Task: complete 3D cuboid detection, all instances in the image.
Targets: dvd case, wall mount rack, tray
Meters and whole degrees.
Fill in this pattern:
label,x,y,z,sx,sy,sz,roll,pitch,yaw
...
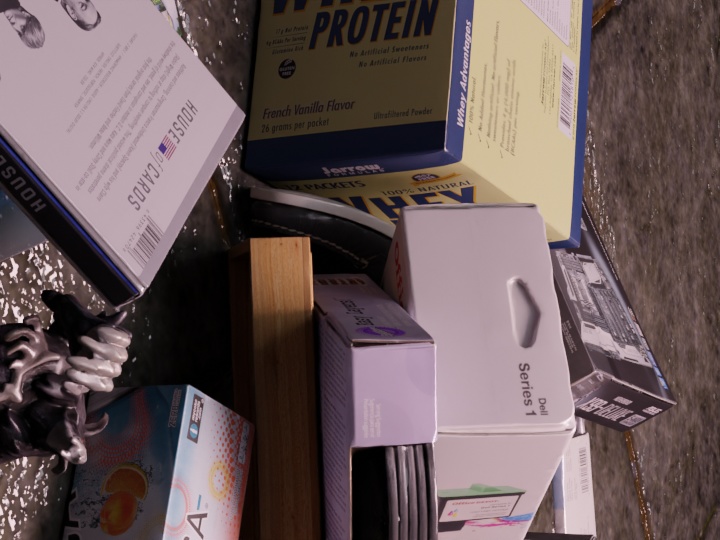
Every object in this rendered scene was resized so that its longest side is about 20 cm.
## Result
label,x,y,z,sx,sy,sz,roll,pitch,yaw
dvd case,-0.139,-0.101,0.821,0.200,0.025,0.151,51,33,-19
wall mount rack,0.112,0.169,1.327,0.173,0.074,0.203,-1,87,-64
tray,-0.046,0.086,1.019,0.099,0.037,0.203,166,-78,-79

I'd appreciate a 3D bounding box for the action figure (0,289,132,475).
label,x,y,z,sx,sy,sz,roll,pitch,yaw
action figure,-0.161,0.041,0.789,0.119,0.102,0.200,-42,133,-1

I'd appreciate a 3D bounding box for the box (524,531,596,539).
label,x,y,z,sx,sy,sz,roll,pitch,yaw
box,0.089,0.277,1.184,0.125,0.147,0.201,-56,134,-46

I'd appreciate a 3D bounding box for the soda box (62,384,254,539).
label,x,y,z,sx,sy,sz,roll,pitch,yaw
soda box,-0.107,0.161,0.923,0.068,0.063,0.202,39,53,-53

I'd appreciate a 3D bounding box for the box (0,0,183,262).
label,x,y,z,sx,sy,sz,roll,pitch,yaw
box,-0.150,-0.091,0.899,0.200,0.037,0.138,-31,114,-59

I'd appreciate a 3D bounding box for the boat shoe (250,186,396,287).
label,x,y,z,sx,sy,sz,roll,pitch,yaw
boat shoe,0.000,0.000,1.137,0.199,0.073,0.061,24,84,-53

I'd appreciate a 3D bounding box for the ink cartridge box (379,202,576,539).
label,x,y,z,sx,sy,sz,roll,pitch,yaw
ink cartridge box,0.053,0.076,1.078,0.201,0.083,0.146,104,-17,-56

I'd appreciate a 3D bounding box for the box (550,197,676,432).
label,x,y,z,sx,sy,sz,roll,pitch,yaw
box,0.137,0.006,1.328,0.157,0.049,0.202,24,41,-59

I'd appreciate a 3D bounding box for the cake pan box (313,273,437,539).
label,x,y,z,sx,sy,sz,roll,pitch,yaw
cake pan box,-0.001,0.107,1.009,0.200,0.052,0.186,-141,-132,-76

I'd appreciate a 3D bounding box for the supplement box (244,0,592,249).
label,x,y,z,sx,sy,sz,roll,pitch,yaw
supplement box,0.043,-0.131,1.161,0.199,0.133,0.202,29,62,-57
